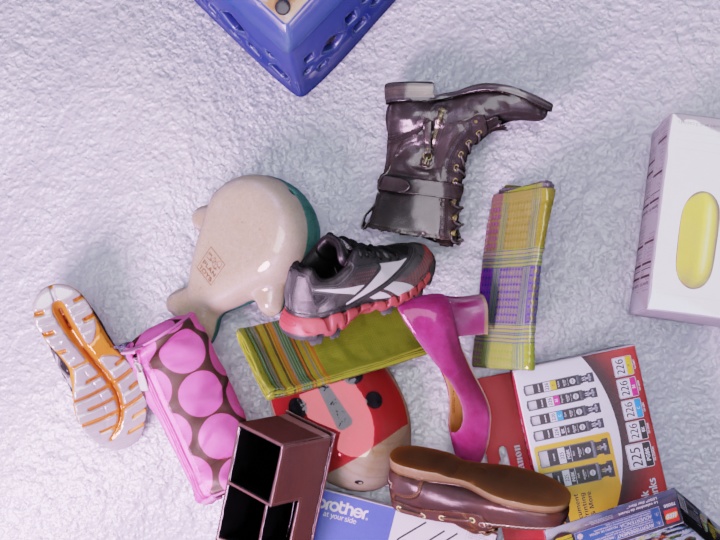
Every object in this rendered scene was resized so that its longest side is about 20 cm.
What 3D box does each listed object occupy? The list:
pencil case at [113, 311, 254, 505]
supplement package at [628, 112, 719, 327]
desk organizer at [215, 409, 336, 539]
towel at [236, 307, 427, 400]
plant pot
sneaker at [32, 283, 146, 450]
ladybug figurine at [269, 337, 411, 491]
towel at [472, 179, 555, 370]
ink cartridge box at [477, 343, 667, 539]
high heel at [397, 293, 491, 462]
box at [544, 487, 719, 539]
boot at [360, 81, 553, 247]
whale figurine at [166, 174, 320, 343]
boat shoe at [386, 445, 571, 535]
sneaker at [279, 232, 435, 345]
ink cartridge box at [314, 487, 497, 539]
[{"bbox_3d":[-0.176,0.149,1.678,0.091,0.094,0.200,-22,99,31],"label":"pencil case"},{"bbox_3d":[0.371,-0.045,1.648,0.152,0.151,0.200,8,87,3],"label":"supplement package"},{"bbox_3d":[-0.095,0.253,1.647,0.072,0.077,0.200,22,107,37],"label":"desk organizer"},{"bbox_3d":[-0.025,0.073,1.671,0.200,0.018,0.086,-14,61,-27],"label":"towel"},{"bbox_3d":[-0.073,-0.330,1.680,0.200,0.180,0.200,43,89,5],"label":"plant pot"},{"bbox_3d":[-0.289,0.099,1.720,0.078,0.077,0.200,-24,104,-11],"label":"sneaker"},{"bbox_3d":[-0.026,0.143,1.698,0.136,0.072,0.200,-35,85,1],"label":"ladybug figurine"},{"bbox_3d":[0.160,0.004,1.666,0.023,0.144,0.200,8,86,-18],"label":"towel"},{"bbox_3d":[0.220,0.192,1.675,0.176,0.084,0.200,-13,86,3],"label":"ink cartridge box"},{"bbox_3d":[0.084,0.121,1.671,0.096,0.067,0.200,-5,109,-17],"label":"high heel"},{"bbox_3d":[0.285,0.280,1.594,0.137,0.200,0.040,-22,58,21],"label":"box"},{"bbox_3d":[0.104,-0.112,1.717,0.200,0.069,0.174,3,89,11],"label":"boot"},{"bbox_3d":[-0.122,-0.009,1.712,0.159,0.104,0.200,48,113,27],"label":"whale figurine"},{"bbox_3d":[0.121,0.234,1.637,0.200,0.070,0.070,12,113,29],"label":"boat shoe"},{"bbox_3d":[0.000,0.000,1.661,0.200,0.071,0.098,-23,122,-34],"label":"sneaker"},{"bbox_3d":[0.038,0.299,1.698,0.200,0.044,0.094,14,85,5],"label":"ink cartridge box"}]
